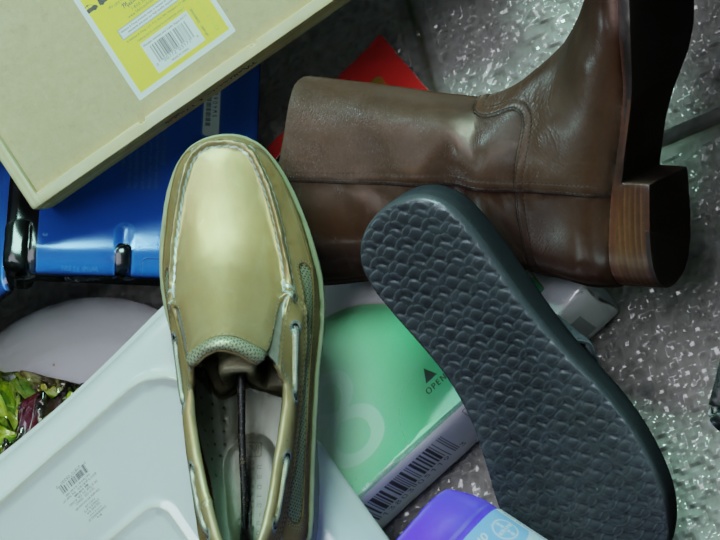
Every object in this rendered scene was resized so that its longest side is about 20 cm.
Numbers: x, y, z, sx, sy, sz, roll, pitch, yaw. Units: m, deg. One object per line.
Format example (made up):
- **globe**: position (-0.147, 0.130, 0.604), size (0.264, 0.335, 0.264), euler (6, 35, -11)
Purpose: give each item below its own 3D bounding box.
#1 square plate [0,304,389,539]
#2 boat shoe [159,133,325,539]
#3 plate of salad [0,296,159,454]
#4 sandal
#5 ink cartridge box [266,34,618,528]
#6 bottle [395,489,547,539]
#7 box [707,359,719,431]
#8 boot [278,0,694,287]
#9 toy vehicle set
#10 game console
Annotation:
- **square plate**: position (-0.090, 0.140, 1.202), size (0.200, 0.028, 0.198), euler (-41, 77, 21)
- **boat shoe**: position (-0.051, 0.034, 1.134), size (0.072, 0.076, 0.200), euler (-11, 79, 7)
- **plate of salad**: position (-0.145, 0.107, 1.278), size (0.200, 0.048, 0.200), euler (-9, 69, 25)
- **sandal**: position (0.077, 0.049, 1.140), size (0.076, 0.043, 0.200), euler (-28, 94, 29)
- **ink cartridge box**: position (0.000, 0.000, 1.236), size (0.161, 0.050, 0.200), euler (-44, 61, 9)
- **bottle**: position (0.095, 0.174, 1.098), size (0.200, 0.065, 0.084), euler (33, 60, 18)
- **box**: position (0.251, -0.009, 1.079), size (0.164, 0.086, 0.200), euler (11, 79, 30)
- **boot**: position (0.043, -0.082, 1.156), size (0.200, 0.064, 0.187), euler (3, 96, 32)
- **toy vehicle set**: position (-0.103, -0.133, 1.220), size (0.200, 0.027, 0.124), euler (-33, 86, 13)
- **game console**: position (-0.138, -0.063, 1.334), size (0.171, 0.118, 0.200), euler (2, 64, -3)
